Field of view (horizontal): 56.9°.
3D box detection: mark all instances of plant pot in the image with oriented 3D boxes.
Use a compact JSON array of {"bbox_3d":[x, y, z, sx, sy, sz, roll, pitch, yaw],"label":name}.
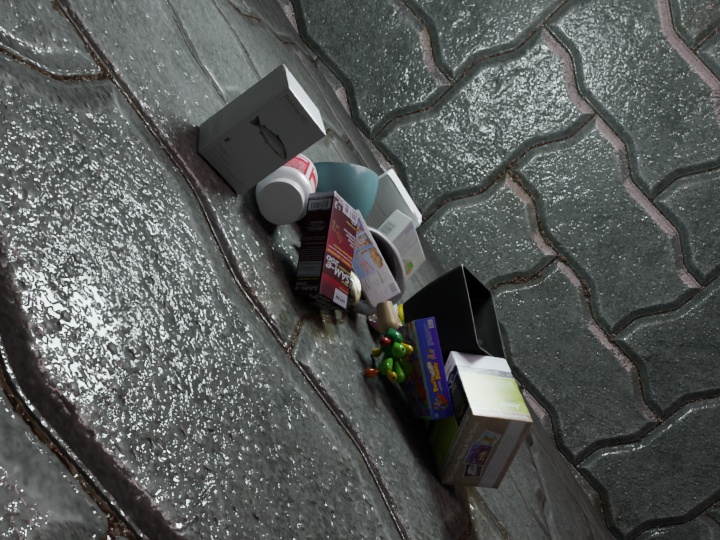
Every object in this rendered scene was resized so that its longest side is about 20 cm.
[{"bbox_3d":[-0.060,-0.147,1.507,0.200,0.199,0.135,28,62,-66],"label":"plant pot"},{"bbox_3d":[0.210,0.134,1.540,0.199,0.177,0.201,35,41,-52],"label":"plant pot"}]

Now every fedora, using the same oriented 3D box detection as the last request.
[{"bbox_3d":[0.000,0.000,1.470,0.200,0.177,0.090,56,-17,-6],"label":"fedora"}]

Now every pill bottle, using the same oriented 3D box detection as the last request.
[{"bbox_3d":[-0.146,-0.161,1.315,0.112,0.112,0.200,54,13,-18],"label":"pill bottle"}]

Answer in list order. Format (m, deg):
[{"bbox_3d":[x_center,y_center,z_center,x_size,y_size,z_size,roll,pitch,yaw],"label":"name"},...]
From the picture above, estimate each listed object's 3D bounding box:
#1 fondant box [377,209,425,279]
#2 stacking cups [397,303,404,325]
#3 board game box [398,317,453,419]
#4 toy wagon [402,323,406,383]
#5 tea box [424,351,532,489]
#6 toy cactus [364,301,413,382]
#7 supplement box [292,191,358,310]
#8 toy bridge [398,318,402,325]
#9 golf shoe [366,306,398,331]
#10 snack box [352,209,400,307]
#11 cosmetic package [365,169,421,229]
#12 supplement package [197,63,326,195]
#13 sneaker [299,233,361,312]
[{"bbox_3d":[0.084,-0.039,1.680,0.058,0.144,0.200,35,-15,31],"label":"fondant box"},{"bbox_3d":[0.156,0.167,1.701,0.061,0.060,0.200,44,4,-46],"label":"stacking cups"},{"bbox_3d":[0.132,0.207,1.389,0.134,0.045,0.201,138,-58,-73],"label":"board game box"},{"bbox_3d":[0.136,0.228,1.577,0.200,0.039,0.155,52,30,-36],"label":"toy wagon"},{"bbox_3d":[0.237,0.312,1.389,0.133,0.200,0.197,10,32,-12],"label":"tea box"},{"bbox_3d":[0.054,0.148,1.351,0.200,0.102,0.166,64,16,-75],"label":"toy cactus"},{"bbox_3d":[-0.062,-0.036,1.250,0.109,0.061,0.201,36,57,-58],"label":"supplement box"},{"bbox_3d":[0.090,0.144,1.687,0.067,0.027,0.200,47,17,-42],"label":"toy bridge"},{"bbox_3d":[0.063,0.102,1.589,0.092,0.075,0.200,57,13,-20],"label":"golf shoe"},{"bbox_3d":[0.009,-0.025,1.413,0.200,0.072,0.024,63,-14,-4],"label":"snack box"},{"bbox_3d":[0.042,-0.151,1.805,0.165,0.200,0.165,56,12,-7],"label":"cosmetic package"},{"bbox_3d":[-0.180,-0.255,1.205,0.117,0.200,0.117,48,16,-35],"label":"supplement package"},{"bbox_3d":[-0.072,0.000,1.350,0.089,0.077,0.200,13,40,-54],"label":"sneaker"}]
